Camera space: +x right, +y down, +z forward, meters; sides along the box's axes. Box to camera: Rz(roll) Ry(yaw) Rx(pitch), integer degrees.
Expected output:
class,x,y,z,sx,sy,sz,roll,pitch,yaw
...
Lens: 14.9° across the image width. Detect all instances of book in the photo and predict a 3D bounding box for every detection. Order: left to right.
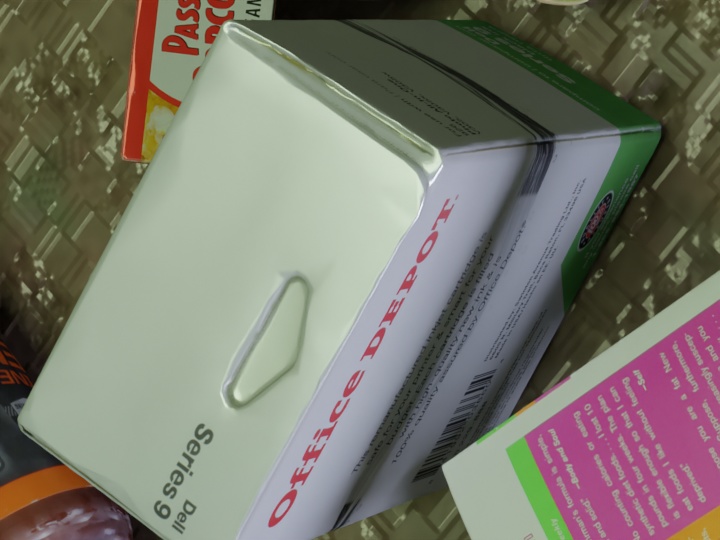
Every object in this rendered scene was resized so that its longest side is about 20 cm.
class,x,y,z,sx,sy,sz,roll,pitch,yaw
book,0.128,0.060,0.754,0.200,0.048,0.134,-36,74,30

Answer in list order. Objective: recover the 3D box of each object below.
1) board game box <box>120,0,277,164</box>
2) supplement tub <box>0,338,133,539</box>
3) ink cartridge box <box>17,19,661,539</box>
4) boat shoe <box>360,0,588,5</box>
class,x,y,z,sx,sy,sz,roll,pitch,yaw
board game box,-0.048,-0.135,0.932,0.046,0.151,0.201,6,92,-4
supplement tub,-0.156,0.083,1.017,0.107,0.107,0.200,-48,68,21
ink cartridge box,0.000,0.000,0.863,0.084,0.200,0.146,34,106,18
boat shoe,0.075,-0.123,0.904,0.199,0.072,0.060,-17,77,24
